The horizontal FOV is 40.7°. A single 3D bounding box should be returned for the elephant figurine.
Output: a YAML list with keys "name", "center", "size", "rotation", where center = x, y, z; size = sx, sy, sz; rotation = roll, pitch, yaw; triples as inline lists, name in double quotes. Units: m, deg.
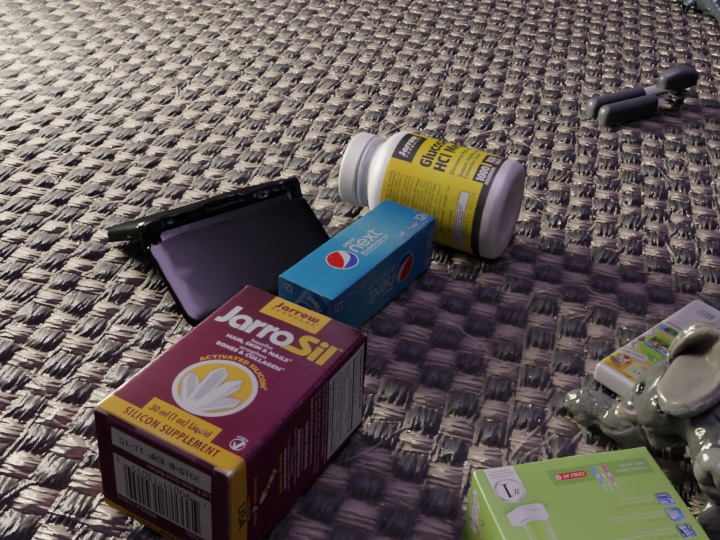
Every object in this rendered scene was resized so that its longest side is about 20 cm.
- name: "elephant figurine"
  center: [0.281, 0.114, 0.791]
  size: [0.153, 0.143, 0.201]
  rotation: [-11, 39, -13]

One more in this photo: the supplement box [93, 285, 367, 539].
- name: "supplement box"
  center: [-0.096, 0.117, 0.778]
  size: [0.129, 0.105, 0.200]
  rotation: [19, 35, 22]

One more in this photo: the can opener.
- name: "can opener"
  center: [0.427, -0.268, 1.475]
  size: [0.198, 0.067, 0.053]
  rotation: [-21, 41, -26]

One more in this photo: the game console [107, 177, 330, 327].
- name: "game console"
  center: [-0.149, -0.022, 1.065]
  size: [0.198, 0.118, 0.175]
  rotation: [-20, 10, -33]

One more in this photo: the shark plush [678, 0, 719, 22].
- name: "shark plush"
  center: [0.675, -0.532, 1.940]
  size: [0.082, 0.091, 0.202]
  rotation: [-22, 59, -5]

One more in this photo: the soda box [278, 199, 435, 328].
- name: "soda box"
  center: [0.000, 0.000, 1.006]
  size: [0.067, 0.065, 0.200]
  rotation: [22, 36, 26]

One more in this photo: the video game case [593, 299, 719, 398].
- name: "video game case"
  center: [0.353, 0.111, 0.917]
  size: [0.181, 0.023, 0.199]
  rotation: [-23, 43, -36]

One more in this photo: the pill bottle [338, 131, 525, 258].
- name: "pill bottle"
  center: [0.080, -0.094, 1.113]
  size: [0.197, 0.114, 0.113]
  rotation: [18, 35, 20]

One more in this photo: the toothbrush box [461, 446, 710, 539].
- name: "toothbrush box"
  center: [0.170, 0.226, 0.658]
  size: [0.143, 0.087, 0.201]
  rotation: [-5, 33, -15]
